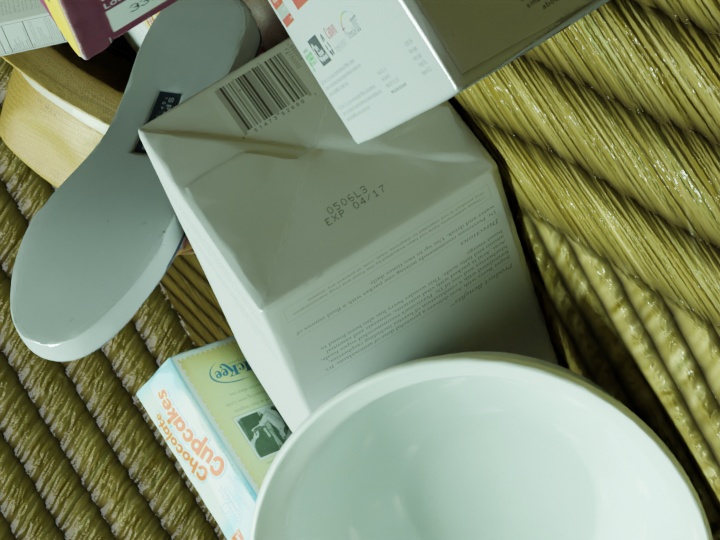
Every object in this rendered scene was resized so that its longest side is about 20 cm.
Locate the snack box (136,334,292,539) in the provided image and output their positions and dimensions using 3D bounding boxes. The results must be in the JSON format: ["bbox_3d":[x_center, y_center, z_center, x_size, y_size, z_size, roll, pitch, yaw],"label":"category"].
[{"bbox_3d":[-0.004,0.075,1.488,0.116,0.200,0.037,56,132,15],"label":"snack box"}]

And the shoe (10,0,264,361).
[{"bbox_3d":[-0.091,-0.028,1.404,0.071,0.200,0.091,12,153,27],"label":"shoe"}]

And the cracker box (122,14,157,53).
[{"bbox_3d":[-0.101,-0.152,1.642,0.200,0.058,0.134,50,169,44],"label":"cracker box"}]

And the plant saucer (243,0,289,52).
[{"bbox_3d":[-0.068,-0.181,1.394,0.200,0.032,0.200,56,173,10],"label":"plant saucer"}]

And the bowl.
[{"bbox_3d":[0.058,0.114,1.301,0.201,0.201,0.090,59,-161,-13],"label":"bowl"}]

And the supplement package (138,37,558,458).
[{"bbox_3d":[0.000,0.000,1.341,0.120,0.121,0.200,54,171,34],"label":"supplement package"}]

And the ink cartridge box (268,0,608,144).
[{"bbox_3d":[0.000,-0.139,0.894,0.176,0.084,0.200,58,173,-3],"label":"ink cartridge box"}]

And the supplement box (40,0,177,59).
[{"bbox_3d":[-0.119,-0.209,1.223,0.200,0.131,0.103,55,173,27],"label":"supplement box"}]

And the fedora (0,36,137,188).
[{"bbox_3d":[-0.143,-0.088,1.740,0.200,0.082,0.201,26,-160,-10],"label":"fedora"}]

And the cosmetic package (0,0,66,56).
[{"bbox_3d":[-0.183,-0.216,1.570,0.051,0.082,0.200,86,172,-74],"label":"cosmetic package"}]
